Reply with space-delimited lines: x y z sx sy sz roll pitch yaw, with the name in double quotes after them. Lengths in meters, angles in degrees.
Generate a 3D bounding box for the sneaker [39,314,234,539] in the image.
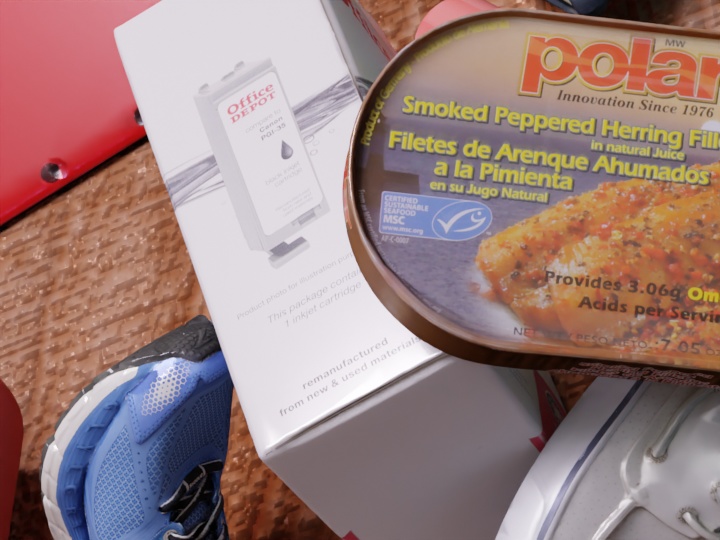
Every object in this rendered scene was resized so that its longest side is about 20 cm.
-0.063 0.104 1.004 0.089 0.200 0.079 31 41 26 "sneaker"

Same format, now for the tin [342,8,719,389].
0.093 -0.021 0.891 0.200 0.042 0.112 7 78 -6 "tin"

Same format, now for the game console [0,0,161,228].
-0.135 -0.129 1.247 0.200 0.119 0.172 -30 22 16 "game console"

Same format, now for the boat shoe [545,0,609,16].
0.036 -0.149 1.112 0.200 0.075 0.062 30 76 37 "boat shoe"

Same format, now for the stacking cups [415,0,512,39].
0.073 -0.062 1.016 0.061 0.060 0.200 -50 33 0 "stacking cups"

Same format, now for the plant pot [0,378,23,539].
-0.221 0.115 1.078 0.200 0.200 0.178 -3 55 31 "plant pot"

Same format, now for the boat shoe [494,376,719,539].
0.115 0.066 0.956 0.070 0.071 0.200 27 74 38 "boat shoe"

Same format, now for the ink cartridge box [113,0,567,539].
0.000 0.000 1.009 0.083 0.147 0.200 -28 53 9 "ink cartridge box"
